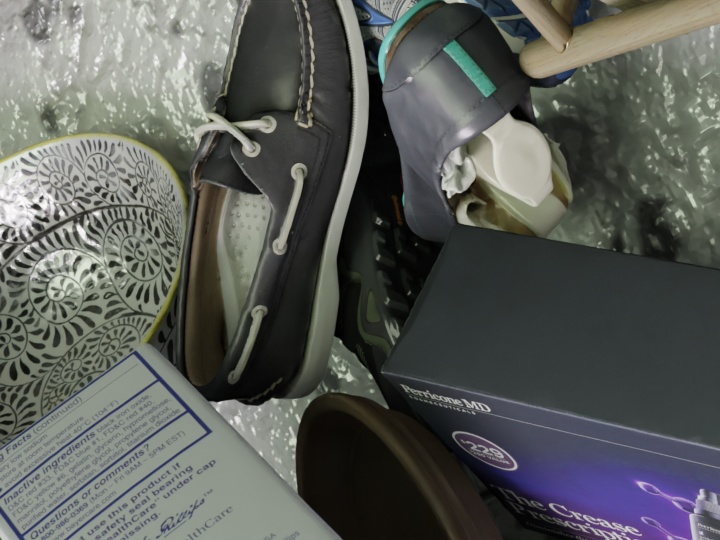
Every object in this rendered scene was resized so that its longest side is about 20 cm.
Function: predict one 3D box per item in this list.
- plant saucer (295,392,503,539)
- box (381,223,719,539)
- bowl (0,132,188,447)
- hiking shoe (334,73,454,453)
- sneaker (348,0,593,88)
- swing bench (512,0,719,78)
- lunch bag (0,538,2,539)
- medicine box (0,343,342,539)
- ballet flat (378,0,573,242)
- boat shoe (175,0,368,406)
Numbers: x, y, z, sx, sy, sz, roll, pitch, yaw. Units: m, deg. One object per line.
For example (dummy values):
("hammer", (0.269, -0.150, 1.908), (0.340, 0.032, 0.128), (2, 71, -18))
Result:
("plant saucer", (0.027, 0.144, 1.087), (0.200, 0.029, 0.200), (50, 151, 41))
("box", (0.130, 0.061, 0.984), (0.200, 0.141, 0.079), (11, 62, 39))
("bowl", (-0.147, 0.039, 1.232), (0.200, 0.094, 0.201), (-20, 45, 21))
("hiking shoe", (0.000, 0.000, 1.144), (0.101, 0.076, 0.200), (-42, 63, 47))
("sneaker", (0.024, -0.121, 1.097), (0.200, 0.077, 0.085), (37, 132, 37))
("swing bench", (0.137, -0.187, 0.884), (0.200, 0.130, 0.199), (1, 63, 38))
("lunch bag", (-0.142, 0.205, 1.239), (0.200, 0.170, 0.124), (45, 127, 22))
("medicine box", (-0.051, 0.158, 1.037), (0.200, 0.103, 0.182), (41, 164, 54))
("ballet flat", (0.051, -0.043, 1.021), (0.073, 0.200, 0.073), (-3, 70, 8))
("boat shoe", (-0.045, -0.039, 1.088), (0.074, 0.060, 0.201), (23, 111, 46))
